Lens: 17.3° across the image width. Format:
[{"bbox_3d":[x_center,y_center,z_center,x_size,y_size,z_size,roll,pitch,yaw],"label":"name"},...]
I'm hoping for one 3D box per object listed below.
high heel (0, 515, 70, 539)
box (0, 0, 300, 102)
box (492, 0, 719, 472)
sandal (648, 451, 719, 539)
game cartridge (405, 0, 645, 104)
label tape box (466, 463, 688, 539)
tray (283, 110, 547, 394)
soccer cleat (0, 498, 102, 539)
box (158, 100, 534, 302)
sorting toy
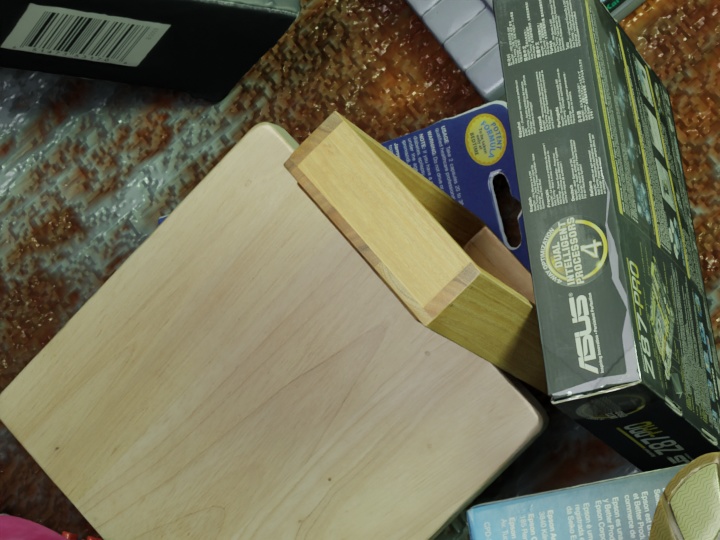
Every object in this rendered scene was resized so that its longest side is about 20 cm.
[{"bbox_3d":[-0.163,0.159,1.108,0.199,0.096,0.068,5,97,22],"label":"high heel"},{"bbox_3d":[-0.145,-0.212,1.235,0.117,0.196,0.201,142,129,-58],"label":"box"},{"bbox_3d":[0.119,-0.017,1.095,0.049,0.161,0.201,-14,69,17],"label":"box"},{"bbox_3d":[0.194,0.167,1.000,0.080,0.054,0.200,-42,79,9],"label":"sandal"},{"bbox_3d":[0.112,-0.189,1.228,0.200,0.038,0.130,-39,59,6],"label":"game cartridge"},{"bbox_3d":[0.159,0.163,1.074,0.199,0.063,0.145,-12,69,15],"label":"label tape box"},{"bbox_3d":[0.042,-0.001,1.063,0.037,0.200,0.099,-44,67,6],"label":"tray"},{"bbox_3d":[-0.168,0.166,1.208,0.200,0.069,0.078,16,85,32],"label":"soccer cleat"},{"bbox_3d":[0.000,0.000,1.209,0.200,0.032,0.121,-19,68,17],"label":"box"},{"bbox_3d":[-0.039,0.068,1.153,0.200,0.070,0.199,-45,78,12],"label":"sorting toy"}]
